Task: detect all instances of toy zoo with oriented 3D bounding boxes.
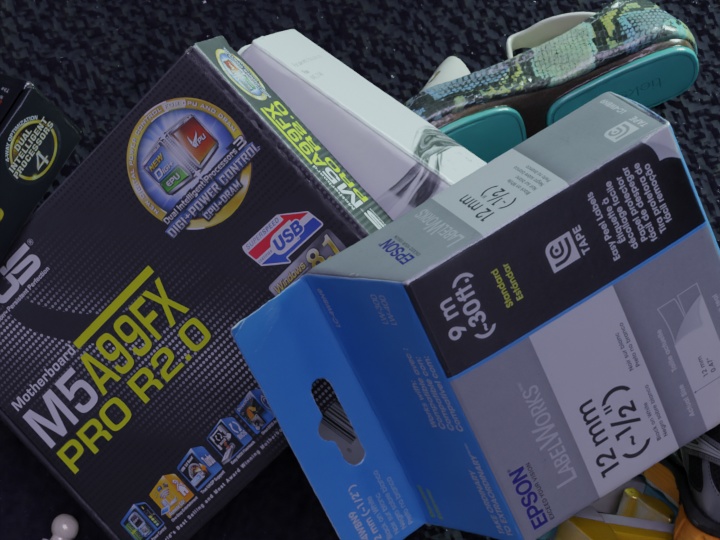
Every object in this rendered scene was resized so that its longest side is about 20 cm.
[{"bbox_3d":[0.160,0.133,1.008,0.199,0.131,0.021,11,107,-24],"label":"toy zoo"}]

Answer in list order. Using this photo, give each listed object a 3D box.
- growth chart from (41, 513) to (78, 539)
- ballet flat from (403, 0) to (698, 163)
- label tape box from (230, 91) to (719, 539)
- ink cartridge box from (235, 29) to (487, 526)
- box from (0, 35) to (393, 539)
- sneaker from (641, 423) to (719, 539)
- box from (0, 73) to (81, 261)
[{"bbox_3d":[-0.088,0.204,1.047,0.198,0.018,0.146,17,74,0],"label":"growth chart"},{"bbox_3d":[0.078,-0.089,1.129,0.199,0.074,0.075,-21,77,-13],"label":"ballet flat"},{"bbox_3d":[0.064,0.037,0.936,0.199,0.066,0.144,-32,117,-11],"label":"label tape box"},{"bbox_3d":[0.000,0.000,1.046,0.199,0.086,0.147,36,108,6],"label":"ink cartridge box"},{"bbox_3d":[-0.082,0.018,1.005,0.200,0.044,0.160,-43,89,19],"label":"box"},{"bbox_3d":[0.179,0.082,1.021,0.078,0.200,0.078,15,105,-9],"label":"sneaker"},{"bbox_3d":[-0.246,-0.031,1.028,0.199,0.049,0.162,19,72,40],"label":"box"}]
